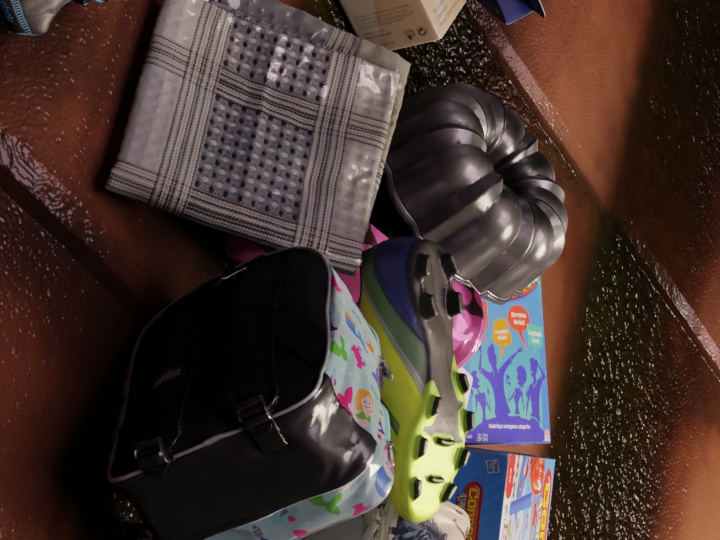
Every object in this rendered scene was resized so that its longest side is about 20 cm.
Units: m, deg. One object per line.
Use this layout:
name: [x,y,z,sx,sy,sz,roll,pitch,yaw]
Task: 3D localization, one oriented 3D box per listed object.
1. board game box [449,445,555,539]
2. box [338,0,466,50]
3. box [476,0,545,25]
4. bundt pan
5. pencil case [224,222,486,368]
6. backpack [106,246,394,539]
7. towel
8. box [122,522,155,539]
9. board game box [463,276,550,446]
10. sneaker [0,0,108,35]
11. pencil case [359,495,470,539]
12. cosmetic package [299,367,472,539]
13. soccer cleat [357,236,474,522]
board game box: [0.105,0.246,1.382,0.196,0.056,0.200,22,74,-71]
box: [0.010,-0.289,1.394,0.200,0.078,0.095,60,40,-29]
box: [0.096,-0.285,1.454,0.121,0.032,0.200,64,-3,-25]
bundt pan: [0.105,-0.076,1.435,0.202,0.076,0.202,37,36,-32]
pencil case: [0.000,0.000,1.270,0.200,0.091,0.094,36,20,-19]
backpack: [-0.068,0.084,1.124,0.151,0.178,0.200,55,18,-35]
towel: [-0.066,-0.111,1.207,0.193,0.035,0.200,20,60,-12]
box: [-0.118,0.292,1.140,0.200,0.044,0.160,57,41,-32]
board game box: [0.109,0.056,1.505,0.152,0.045,0.200,7,77,-54]
sneaker: [-0.184,-0.226,1.132,0.200,0.073,0.082,-41,134,-44]
pencil case: [0.024,0.254,1.184,0.089,0.078,0.200,31,52,-28]
cosmetic package: [0.019,0.150,1.339,0.102,0.074,0.200,44,52,-42]
soccer cleat: [0.030,0.076,1.197,0.065,0.084,0.200,2,86,-51]
